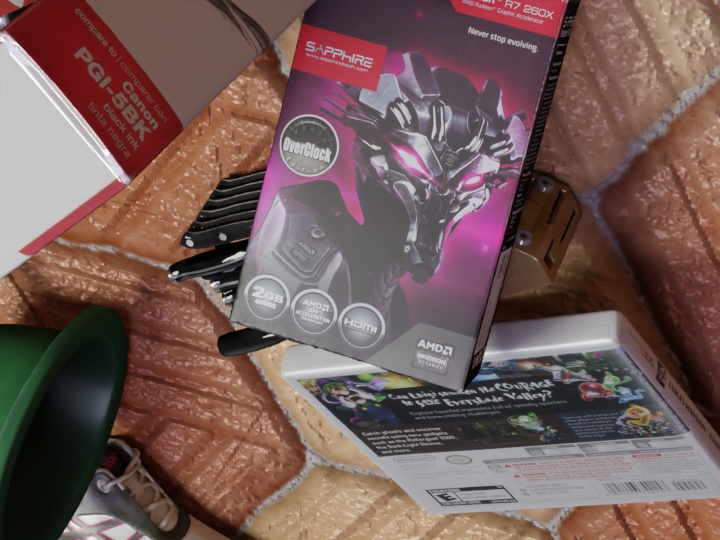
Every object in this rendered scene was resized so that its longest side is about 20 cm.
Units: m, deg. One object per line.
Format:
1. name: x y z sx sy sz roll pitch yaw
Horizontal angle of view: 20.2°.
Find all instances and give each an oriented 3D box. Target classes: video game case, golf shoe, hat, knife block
1. video game case: 0.085 0.082 1.110 0.200 0.023 0.182 -7 146 30
2. golf shoe: -0.150 0.161 1.295 0.200 0.077 0.088 21 124 6
3. hat: -0.250 0.065 1.210 0.176 0.200 0.166 20 154 12
4. knife block: 0.000 0.000 1.094 0.200 0.064 0.176 22 134 6

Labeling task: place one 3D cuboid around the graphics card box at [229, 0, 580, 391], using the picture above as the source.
1. graphics card box: 0.021 -0.054 0.983 0.125 0.051 0.200 17 102 9

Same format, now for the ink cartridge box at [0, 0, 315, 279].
1. ink cartridge box: -0.118 -0.089 0.910 0.147 0.200 0.083 -31 104 42

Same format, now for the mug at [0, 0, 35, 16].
1. mug: -0.195 -0.223 0.950 0.177 0.133 0.200 9 135 34

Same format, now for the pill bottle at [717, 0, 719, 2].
1. pill bottle: 0.210 -0.140 0.845 0.200 0.111 0.111 33 134 -4

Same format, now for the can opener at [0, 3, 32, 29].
1. can opener: -0.188 -0.125 1.085 0.200 0.053 0.067 11 131 18
